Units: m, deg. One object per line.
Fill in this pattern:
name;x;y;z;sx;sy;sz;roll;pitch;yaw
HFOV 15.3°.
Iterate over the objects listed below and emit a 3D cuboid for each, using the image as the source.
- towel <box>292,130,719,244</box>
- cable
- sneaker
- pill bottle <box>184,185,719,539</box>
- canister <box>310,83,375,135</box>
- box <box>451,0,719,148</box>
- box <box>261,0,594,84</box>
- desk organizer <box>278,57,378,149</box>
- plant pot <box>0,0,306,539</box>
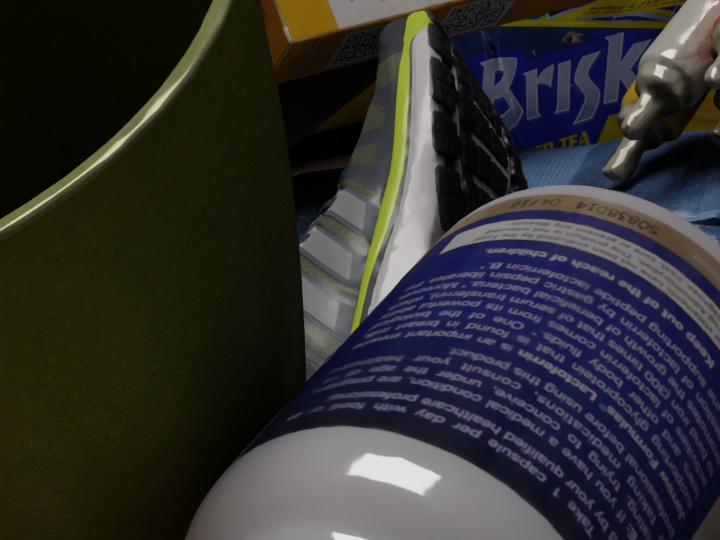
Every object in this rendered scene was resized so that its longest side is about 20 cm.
towel;0.053;-0.011;0.913;0.199;0.049;0.112;-5;24;23
cable;0.144;-0.112;0.887;0.097;0.050;0.200;-40;19;55
sneaker;0.000;0.000;0.829;0.081;0.074;0.201;-12;45;25
pill bottle;0.025;0.070;0.656;0.115;0.116;0.200;-1;26;29
canister;-0.048;-0.102;1.137;0.199;0.087;0.149;-16;22;1
box;0.116;-0.073;0.990;0.199;0.070;0.064;5;30;38
box;0.039;-0.145;0.928;0.199;0.120;0.041;-15;-15;-24
desk organizer;0.005;-0.113;0.974;0.200;0.072;0.077;-40;3;-25
plant pot;-0.088;0.017;0.698;0.186;0.201;0.188;-13;40;11
